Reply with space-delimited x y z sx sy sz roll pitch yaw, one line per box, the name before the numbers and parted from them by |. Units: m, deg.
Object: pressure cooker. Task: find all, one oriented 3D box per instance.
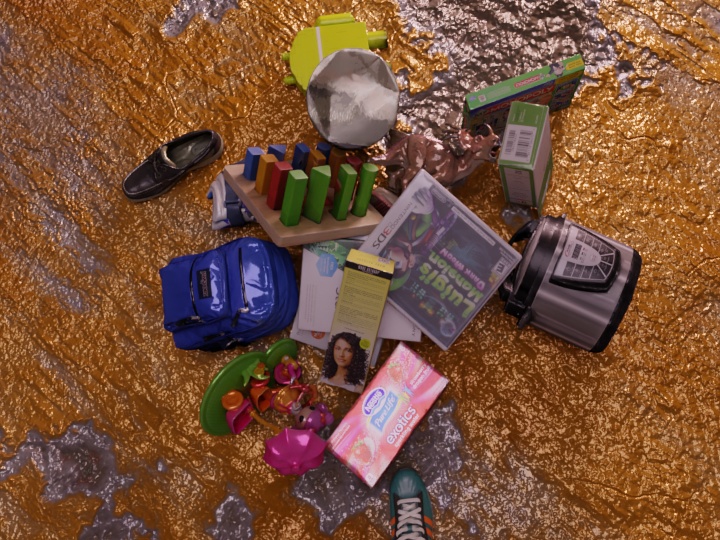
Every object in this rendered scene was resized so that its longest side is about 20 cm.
pressure cooker | 0.310 0.015 1.185 0.196 0.176 0.182 24 109 10

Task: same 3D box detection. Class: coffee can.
coffee can | -0.014 -0.270 1.238 0.142 0.200 0.151 0 98 -1

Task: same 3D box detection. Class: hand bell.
hand bell | 0.049 -0.122 1.293 0.102 0.104 0.204 27 93 10

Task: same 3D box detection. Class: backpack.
backpack | -0.204 0.039 1.204 0.195 0.167 0.167 -13 82 19

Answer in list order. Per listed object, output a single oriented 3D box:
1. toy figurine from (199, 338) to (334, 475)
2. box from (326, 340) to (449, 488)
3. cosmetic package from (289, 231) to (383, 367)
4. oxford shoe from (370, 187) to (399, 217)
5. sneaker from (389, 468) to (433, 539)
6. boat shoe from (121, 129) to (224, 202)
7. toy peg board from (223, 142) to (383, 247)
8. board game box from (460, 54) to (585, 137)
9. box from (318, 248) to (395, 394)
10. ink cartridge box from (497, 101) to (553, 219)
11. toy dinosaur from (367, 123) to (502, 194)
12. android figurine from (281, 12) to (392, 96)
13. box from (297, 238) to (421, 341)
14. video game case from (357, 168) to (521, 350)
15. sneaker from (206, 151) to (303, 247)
toy figurine | -0.113 0.221 1.161 0.183 0.152 0.199 33 55 31
box | 0.042 0.224 1.195 0.102 0.095 0.201 37 82 12
cosmetic package | -0.015 0.033 1.230 0.147 0.052 0.205 18 99 6
oxford shoe | 0.099 -0.083 1.260 0.198 0.070 0.076 36 72 -18
sneaker | 0.080 0.404 1.158 0.069 0.080 0.206 -6 76 2
boat shoe | -0.331 -0.191 1.331 0.198 0.066 0.073 -29 77 -3
toy peg board | -0.079 -0.145 1.184 0.196 0.100 0.200 -9 42 -35
board game box | 0.265 -0.282 1.275 0.195 0.135 0.030 -20 76 0
box | -0.005 0.077 1.139 0.073 0.050 0.205 14 111 5
ink cartridge box | 0.266 -0.170 1.224 0.058 0.200 0.106 11 76 20
toy dinosaur | 0.113 -0.180 1.208 0.195 0.086 0.139 15 99 0
android figurine | -0.044 -0.371 1.365 0.194 0.041 0.187 -9 78 0
box | 0.004 0.027 1.183 0.194 0.036 0.149 5 98 2
video game case | 0.109 -0.014 1.142 0.199 0.023 0.183 40 98 -2
sneaker | -0.176 -0.089 1.295 0.145 0.081 0.202 -34 79 2
